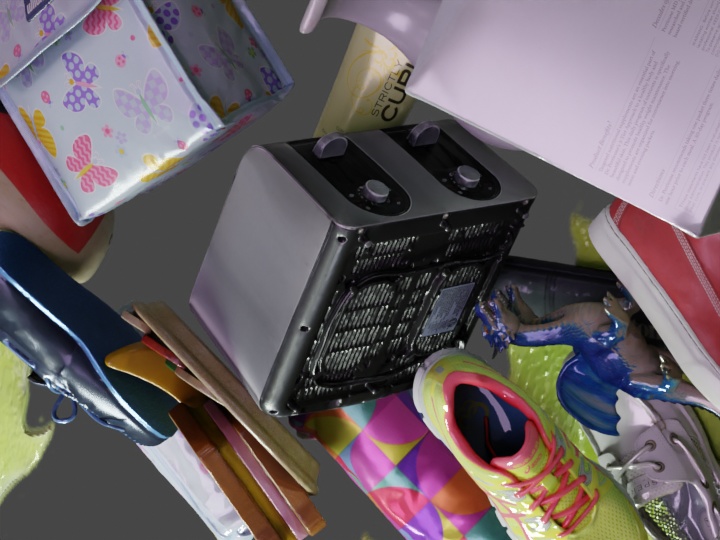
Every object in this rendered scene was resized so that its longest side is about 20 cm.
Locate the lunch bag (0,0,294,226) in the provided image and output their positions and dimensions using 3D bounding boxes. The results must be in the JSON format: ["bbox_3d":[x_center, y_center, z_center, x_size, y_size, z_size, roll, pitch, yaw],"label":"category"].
[{"bbox_3d":[-0.175,-0.160,1.692,0.169,0.127,0.201,-30,90,37],"label":"lunch bag"}]

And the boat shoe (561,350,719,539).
[{"bbox_3d":[0.204,0.139,1.650,0.200,0.069,0.071,50,127,0],"label":"boat shoe"}]

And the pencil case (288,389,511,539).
[{"bbox_3d":[0.033,0.140,1.742,0.200,0.088,0.088,44,127,5],"label":"pencil case"}]

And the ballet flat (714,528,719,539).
[{"bbox_3d":[0.282,0.153,1.596,0.200,0.067,0.062,-43,77,11],"label":"ballet flat"}]

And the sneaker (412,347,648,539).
[{"bbox_3d":[0.112,0.134,1.589,0.200,0.090,0.078,42,85,0],"label":"sneaker"}]

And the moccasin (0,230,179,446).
[{"bbox_3d":[-0.213,0.054,1.748,0.068,0.081,0.200,-34,106,29],"label":"moccasin"}]

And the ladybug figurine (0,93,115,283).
[{"bbox_3d":[-0.248,-0.075,1.770,0.072,0.136,0.200,-40,126,4],"label":"ladybug figurine"}]

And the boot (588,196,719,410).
[{"bbox_3d":[0.255,0.000,1.532,0.144,0.072,0.201,-43,74,24],"label":"boot"}]

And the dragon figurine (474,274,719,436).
[{"bbox_3d":[0.168,0.067,1.600,0.200,0.059,0.099,42,130,-9],"label":"dragon figurine"}]

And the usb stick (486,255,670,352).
[{"bbox_3d":[0.173,0.027,1.637,0.198,0.033,0.056,9,113,25],"label":"usb stick"}]

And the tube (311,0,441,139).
[{"bbox_3d":[0.012,-0.130,1.646,0.201,0.058,0.052,-63,35,29],"label":"tube"}]

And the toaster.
[{"bbox_3d":[0.000,0.000,1.621,0.119,0.180,0.201,49,132,33],"label":"toaster"}]

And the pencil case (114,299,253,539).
[{"bbox_3d":[-0.136,0.115,1.822,0.200,0.091,0.083,44,127,3],"label":"pencil case"}]

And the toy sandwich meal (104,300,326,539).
[{"bbox_3d":[-0.104,0.108,1.686,0.070,0.205,0.205,-44,87,-4],"label":"toy sandwich meal"}]

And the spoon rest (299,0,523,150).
[{"bbox_3d":[0.058,-0.146,1.586,0.199,0.061,0.100,22,112,-10],"label":"spoon rest"}]

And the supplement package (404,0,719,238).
[{"bbox_3d":[0.168,-0.151,1.450,0.199,0.147,0.193,27,102,16],"label":"supplement package"}]
